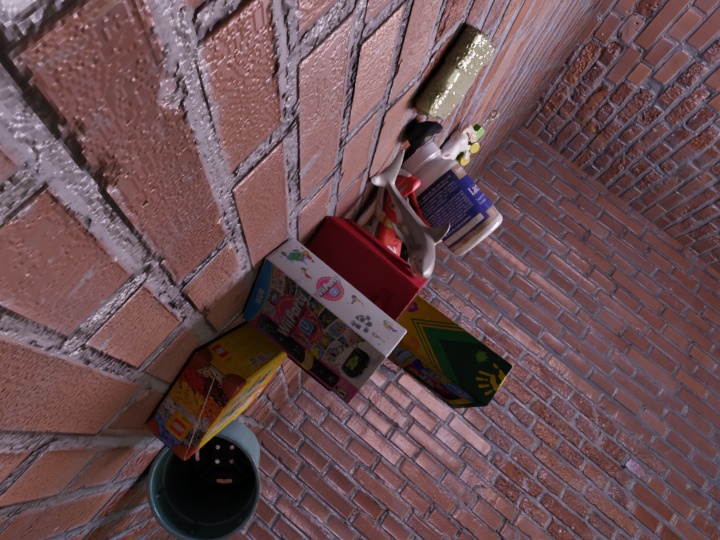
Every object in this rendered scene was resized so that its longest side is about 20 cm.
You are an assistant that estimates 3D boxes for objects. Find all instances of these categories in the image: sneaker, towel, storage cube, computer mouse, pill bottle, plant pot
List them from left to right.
[{"bbox_3d":[-0.281,0.386,1.081,0.200,0.200,0.196,-51,-179,-2],"label":"plant pot"},{"bbox_3d":[-0.015,0.032,0.921,0.171,0.180,0.200,-52,174,10],"label":"storage cube"},{"bbox_3d":[0.070,-0.088,1.020,0.077,0.085,0.200,-42,146,-41],"label":"sneaker"},{"bbox_3d":[0.113,-0.241,0.966,0.059,0.034,0.200,-37,-175,17],"label":"computer mouse"},{"bbox_3d":[0.163,-0.136,1.050,0.116,0.200,0.116,-40,180,0],"label":"pill bottle"},{"bbox_3d":[0.151,-0.298,0.859,0.149,0.036,0.200,-54,173,21],"label":"towel"}]

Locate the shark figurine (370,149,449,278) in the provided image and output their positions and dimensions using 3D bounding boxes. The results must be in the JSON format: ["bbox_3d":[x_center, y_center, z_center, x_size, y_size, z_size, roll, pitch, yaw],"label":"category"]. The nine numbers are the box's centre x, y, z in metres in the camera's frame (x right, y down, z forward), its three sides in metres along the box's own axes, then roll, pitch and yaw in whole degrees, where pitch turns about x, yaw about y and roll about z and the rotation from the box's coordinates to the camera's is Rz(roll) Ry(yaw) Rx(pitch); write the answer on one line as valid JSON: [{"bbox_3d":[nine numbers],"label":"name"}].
[{"bbox_3d":[0.099,-0.082,0.929,0.089,0.215,0.128,-23,161,12],"label":"shark figurine"}]

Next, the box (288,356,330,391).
[{"bbox_3d":[-0.100,0.199,1.353,0.044,0.160,0.200,-48,174,-34],"label":"box"}]

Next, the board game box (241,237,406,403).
[{"bbox_3d":[-0.055,0.073,0.768,0.064,0.200,0.148,-45,170,-43],"label":"board game box"}]

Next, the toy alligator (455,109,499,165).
[{"bbox_3d":[0.278,-0.341,1.441,0.054,0.059,0.200,20,116,-40],"label":"toy alligator"}]

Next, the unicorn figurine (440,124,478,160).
[{"bbox_3d":[0.209,-0.267,1.334,0.200,0.074,0.137,-65,164,-2],"label":"unicorn figurine"}]

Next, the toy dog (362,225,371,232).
[{"bbox_3d":[0.000,0.000,1.151,0.132,0.096,0.200,-51,168,-23],"label":"toy dog"}]

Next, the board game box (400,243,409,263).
[{"bbox_3d":[0.098,-0.073,1.262,0.135,0.028,0.200,-22,-134,56],"label":"board game box"}]

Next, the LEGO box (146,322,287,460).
[{"bbox_3d":[-0.201,0.167,0.838,0.149,0.077,0.200,-53,174,18],"label":"LEGO box"}]

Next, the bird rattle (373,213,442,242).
[{"bbox_3d":[0.119,-0.120,1.150,0.200,0.163,0.113,-60,155,4],"label":"bird rattle"}]

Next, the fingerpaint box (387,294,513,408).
[{"bbox_3d":[0.116,0.133,0.851,0.073,0.167,0.200,-51,175,-14],"label":"fingerpaint box"}]
